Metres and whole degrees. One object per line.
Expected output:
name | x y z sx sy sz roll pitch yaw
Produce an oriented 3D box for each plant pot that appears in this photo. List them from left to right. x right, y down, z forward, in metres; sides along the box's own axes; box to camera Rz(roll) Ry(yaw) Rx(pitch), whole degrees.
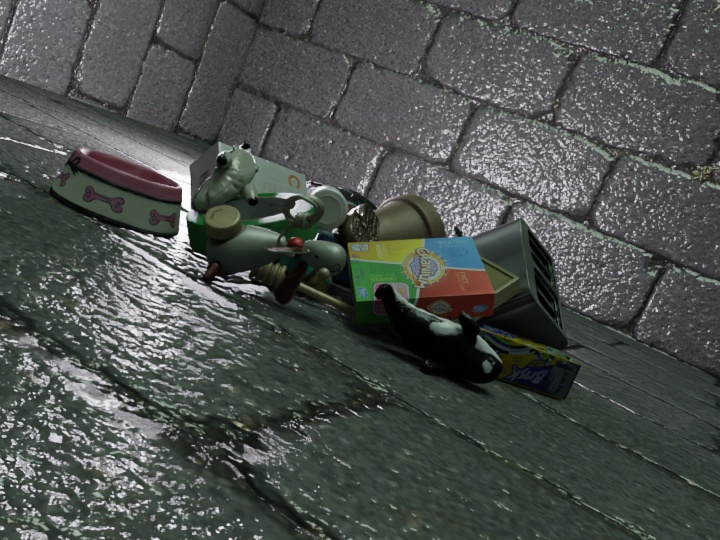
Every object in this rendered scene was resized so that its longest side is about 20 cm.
plant pot | 0.048 -0.050 1.445 0.173 0.204 0.199 -7 26 -40

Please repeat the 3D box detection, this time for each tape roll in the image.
tape roll | -0.164 -0.073 1.094 0.196 0.049 0.201 -3 19 1

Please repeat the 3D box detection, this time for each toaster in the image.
toaster | 0.256 0.031 1.202 0.200 0.117 0.183 43 35 -37

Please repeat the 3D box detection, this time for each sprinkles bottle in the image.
sprinkles bottle | -0.059 -0.112 1.248 0.067 0.069 0.200 21 7 -6

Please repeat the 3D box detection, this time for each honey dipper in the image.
honey dipper | -0.064 0.032 1.037 0.197 0.039 0.038 24 7 -6

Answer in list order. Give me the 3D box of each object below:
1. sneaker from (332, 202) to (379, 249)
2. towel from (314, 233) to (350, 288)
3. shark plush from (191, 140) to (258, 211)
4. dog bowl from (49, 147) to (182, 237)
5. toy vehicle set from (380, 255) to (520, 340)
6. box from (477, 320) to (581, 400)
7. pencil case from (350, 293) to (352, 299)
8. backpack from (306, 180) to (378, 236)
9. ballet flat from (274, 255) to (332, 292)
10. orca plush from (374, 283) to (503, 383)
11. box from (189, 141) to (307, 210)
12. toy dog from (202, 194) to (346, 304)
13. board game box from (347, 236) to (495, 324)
sneaker | -0.013 -0.060 1.249 0.071 0.075 0.200 54 16 -7
towel | 0.000 0.000 1.286 0.197 0.049 0.112 18 31 5
shark plush | -0.215 -0.165 1.141 0.091 0.082 0.202 48 25 -35
dog bowl | -0.361 -0.123 1.093 0.197 0.075 0.200 23 8 -3
toy vehicle set | 0.128 0.041 1.086 0.198 0.027 0.124 -29 39 -23
box | 0.233 0.133 1.103 0.197 0.065 0.070 21 8 -20
pencil case | 0.079 0.043 1.192 0.197 0.087 0.084 23 -13 -9
backpack | -0.050 -0.111 1.606 0.174 0.156 0.199 14 1 -36
ballet flat | -0.113 -0.014 1.137 0.070 0.072 0.199 15 9 -44
orca plush | 0.096 0.095 0.937 0.200 0.105 0.071 45 43 -13
box | -0.197 -0.126 1.283 0.198 0.127 0.097 16 -31 -42
toy dog | -0.127 -0.014 0.930 0.196 0.097 0.133 -5 -45 22
board game box | 0.083 0.011 1.055 0.196 0.041 0.154 -3 35 -5
